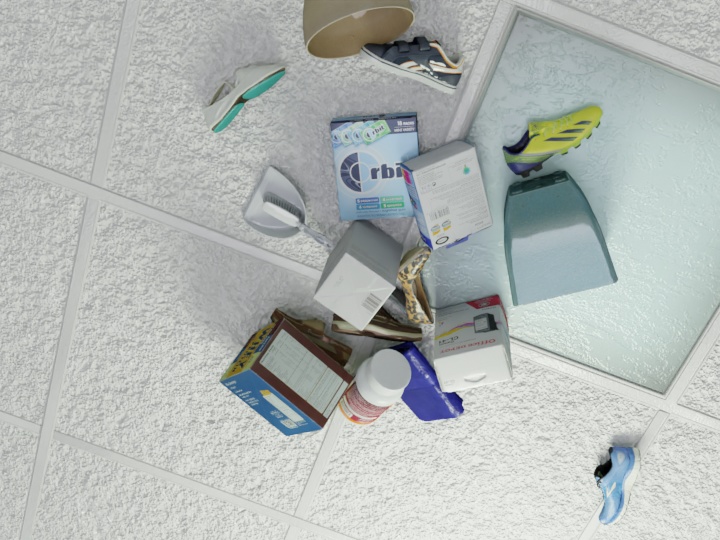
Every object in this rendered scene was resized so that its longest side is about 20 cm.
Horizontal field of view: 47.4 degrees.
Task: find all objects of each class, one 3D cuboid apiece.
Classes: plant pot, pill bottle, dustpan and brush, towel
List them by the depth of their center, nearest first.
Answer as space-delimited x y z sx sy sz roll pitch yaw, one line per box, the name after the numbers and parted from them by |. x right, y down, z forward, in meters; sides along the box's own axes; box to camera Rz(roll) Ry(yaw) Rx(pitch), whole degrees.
-0.017 -0.475 1.432 0.198 0.200 0.136 -17 85 14 | plant pot
0.360 -0.074 1.561 0.194 0.196 0.202 -15 103 14 | plant pot
-0.136 -0.104 1.674 0.199 0.057 0.140 29 115 -7 | dustpan and brush
0.029 0.249 1.750 0.109 0.110 0.200 28 145 -6 | pill bottle
0.127 0.243 1.793 0.147 0.050 0.201 -18 115 51 | towel

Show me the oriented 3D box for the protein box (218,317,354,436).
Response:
-0.160 0.233 1.746 0.200 0.135 0.198 41 151 -12 | protein box

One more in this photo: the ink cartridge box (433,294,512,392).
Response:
0.227 0.146 1.667 0.146 0.200 0.086 -15 113 13 | ink cartridge box

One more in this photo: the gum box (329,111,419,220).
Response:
0.034 -0.203 1.615 0.168 0.045 0.202 -3 115 8 | gum box

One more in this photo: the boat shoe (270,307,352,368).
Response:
-0.105 0.141 1.788 0.199 0.076 0.074 37 82 -4 | boat shoe

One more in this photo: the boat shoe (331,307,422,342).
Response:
0.040 0.106 1.745 0.200 0.075 0.076 10 81 -15 | boat shoe

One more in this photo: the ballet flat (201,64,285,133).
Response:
-0.233 -0.347 1.577 0.199 0.070 0.070 -36 106 22 | ballet flat

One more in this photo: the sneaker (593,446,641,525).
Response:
0.568 0.482 1.859 0.088 0.079 0.202 13 108 9 | sneaker

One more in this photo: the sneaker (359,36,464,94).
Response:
0.097 -0.391 1.494 0.198 0.079 0.080 14 116 -22 | sneaker

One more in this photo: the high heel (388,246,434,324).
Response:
0.132 0.032 1.676 0.142 0.072 0.200 37 142 -5 | high heel

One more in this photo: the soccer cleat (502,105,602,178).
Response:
0.358 -0.255 1.539 0.199 0.065 0.084 -33 105 20 | soccer cleat

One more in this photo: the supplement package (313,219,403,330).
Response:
0.000 0.000 1.628 0.119 0.200 0.122 33 115 -8 | supplement package

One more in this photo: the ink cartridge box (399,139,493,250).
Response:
0.171 -0.132 1.588 0.135 0.076 0.202 -22 114 -8 | ink cartridge box
